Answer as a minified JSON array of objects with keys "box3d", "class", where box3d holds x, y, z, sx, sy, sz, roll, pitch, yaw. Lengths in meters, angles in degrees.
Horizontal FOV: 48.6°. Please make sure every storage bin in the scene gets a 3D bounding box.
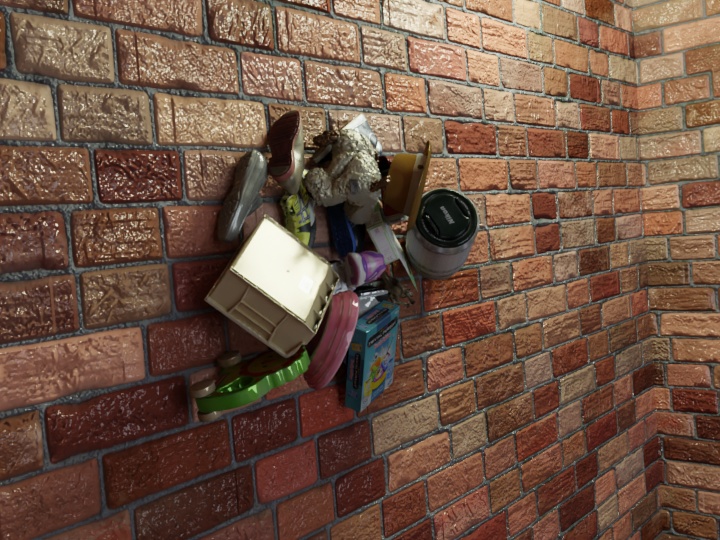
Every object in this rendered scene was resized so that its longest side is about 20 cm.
[{"box3d":[-0.156,0.028,1.494,0.197,0.094,0.201,37,34,-9],"class":"storage bin"}]

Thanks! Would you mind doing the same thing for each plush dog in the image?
[{"box3d":[-0.014,-0.219,1.667,0.198,0.159,0.176,21,50,-45],"class":"plush dog"}]

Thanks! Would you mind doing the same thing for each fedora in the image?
[{"box3d":[0.095,-0.184,1.685,0.201,0.080,0.206,14,89,-89],"class":"fedora"}]

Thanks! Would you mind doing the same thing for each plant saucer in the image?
[{"box3d":[-0.068,0.129,1.555,0.050,0.200,0.205,24,67,-15],"class":"plant saucer"}]

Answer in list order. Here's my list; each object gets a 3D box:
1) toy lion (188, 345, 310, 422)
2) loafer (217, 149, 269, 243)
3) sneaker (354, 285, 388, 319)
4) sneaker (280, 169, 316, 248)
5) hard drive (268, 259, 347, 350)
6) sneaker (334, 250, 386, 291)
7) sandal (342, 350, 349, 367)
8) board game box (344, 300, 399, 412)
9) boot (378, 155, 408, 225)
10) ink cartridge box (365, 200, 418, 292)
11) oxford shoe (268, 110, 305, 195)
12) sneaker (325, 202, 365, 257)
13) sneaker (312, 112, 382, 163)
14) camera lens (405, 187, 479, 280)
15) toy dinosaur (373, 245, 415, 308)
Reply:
[{"box3d":[-0.190,0.193,1.462,0.200,0.187,0.070,-51,127,-66],"class":"toy lion"},{"box3d":[-0.221,-0.138,1.553,0.069,0.069,0.204,34,62,-34],"class":"loafer"},{"box3d":[-0.013,0.085,1.801,0.197,0.073,0.082,-16,104,-41],"class":"sneaker"},{"box3d":[-0.136,-0.115,1.664,0.075,0.075,0.205,15,68,-37],"class":"sneaker"},{"box3d":[-0.113,0.072,1.656,0.196,0.038,0.143,-18,103,-31],"class":"hard drive"},{"box3d":[0.000,0.000,1.717,0.087,0.200,0.082,-17,88,-19],"class":"sneaker"},{"box3d":[-0.007,0.149,1.820,0.201,0.044,0.077,-55,150,-49],"class":"sandal"},{"box3d":[0.027,0.192,1.791,0.150,0.046,0.205,-34,134,-53],"class":"board game box"},{"box3d":[0.073,-0.198,1.838,0.200,0.071,0.148,-69,144,-75],"class":"boot"},{"box3d":[0.066,-0.055,1.853,0.147,0.047,0.203,-100,166,-61],"class":"ink cartridge box"},{"box3d":[-0.147,-0.242,1.636,0.075,0.069,0.204,57,30,-47],"class":"oxford shoe"},{"box3d":[-0.032,-0.133,1.790,0.078,0.069,0.206,-19,104,-62],"class":"sneaker"},{"box3d":[-0.021,-0.264,1.780,0.109,0.069,0.200,53,46,-10],"class":"sneaker"},{"box3d":[0.187,-0.083,1.863,0.201,0.156,0.163,98,10,-67],"class":"camera lens"},{"box3d":[0.074,0.036,1.890,0.058,0.102,0.200,-39,135,3],"class":"toy dinosaur"}]
